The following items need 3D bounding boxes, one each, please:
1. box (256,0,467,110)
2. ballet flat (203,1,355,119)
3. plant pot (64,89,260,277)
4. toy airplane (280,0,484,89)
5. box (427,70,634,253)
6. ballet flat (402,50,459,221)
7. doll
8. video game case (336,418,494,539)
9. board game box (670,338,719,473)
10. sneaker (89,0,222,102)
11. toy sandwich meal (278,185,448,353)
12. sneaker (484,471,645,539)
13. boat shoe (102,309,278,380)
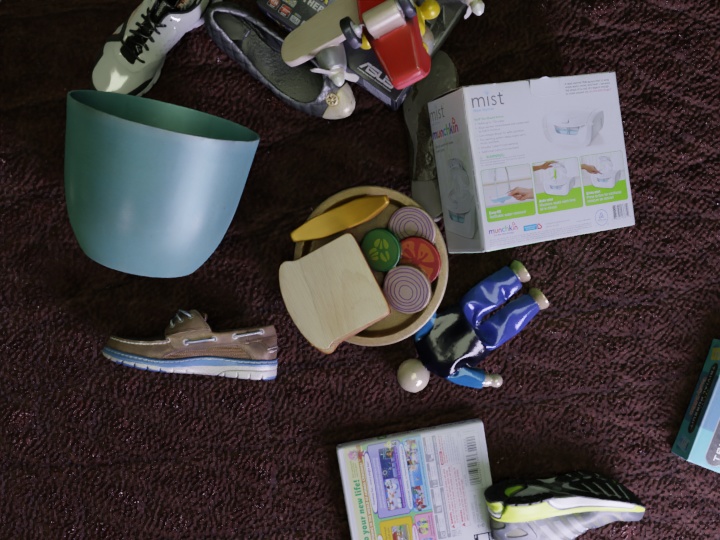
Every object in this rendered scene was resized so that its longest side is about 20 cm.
[{"bbox_3d":[0.007,-0.307,0.928,0.199,0.048,0.159,36,91,3],"label":"box"},{"bbox_3d":[-0.094,-0.233,0.927,0.199,0.057,0.067,32,104,-11],"label":"ballet flat"},{"bbox_3d":[-0.223,-0.088,0.870,0.199,0.201,0.162,14,105,-4],"label":"plant pot"},{"bbox_3d":[0.031,-0.278,0.848,0.199,0.141,0.200,21,76,39],"label":"toy airplane"},{"bbox_3d":[0.192,-0.122,0.913,0.198,0.097,0.178,-11,93,-20],"label":"box"},{"bbox_3d":[0.086,-0.157,0.960,0.067,0.046,0.202,-2,87,18],"label":"ballet flat"},{"bbox_3d":[0.129,0.079,0.967,0.199,0.048,0.137,-35,93,-2],"label":"doll"},{"bbox_3d":[0.075,0.294,0.987,0.180,0.022,0.202,-10,94,-3],"label":"video game case"},{"bbox_3d":[0.506,0.191,0.997,0.198,0.047,0.152,20,91,-5],"label":"board game box"},{"bbox_3d":[-0.237,-0.272,0.913,0.074,0.080,0.200,40,91,-6],"label":"sneaker"},{"bbox_3d":[0.000,0.000,0.926,0.203,0.070,0.207,1,96,12],"label":"toy sandwich meal"},{"bbox_3d":[0.244,0.296,0.978,0.198,0.074,0.082,-1,105,-5],"label":"sneaker"},{"bbox_3d":[-0.194,0.082,0.941,0.198,0.072,0.073,6,87,-14],"label":"boat shoe"}]
